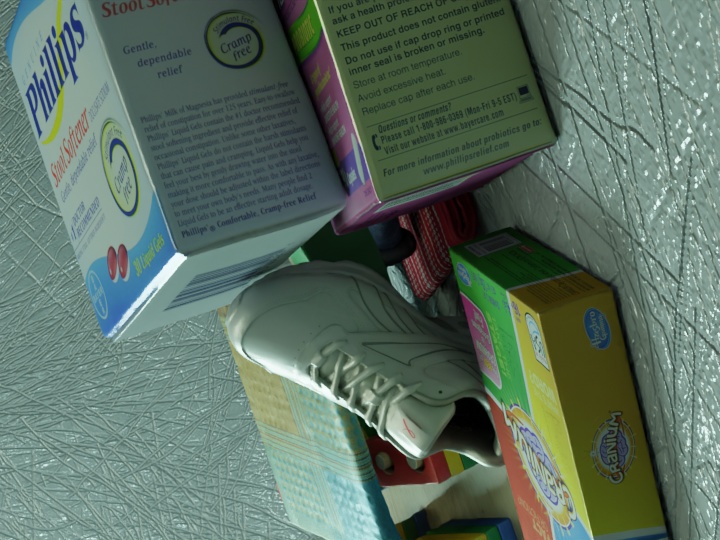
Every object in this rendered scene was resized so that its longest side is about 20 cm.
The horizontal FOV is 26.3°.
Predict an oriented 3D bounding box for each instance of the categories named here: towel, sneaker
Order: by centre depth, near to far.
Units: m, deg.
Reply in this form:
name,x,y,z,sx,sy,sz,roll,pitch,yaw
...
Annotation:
name,x,y,z,sx,sy,sz,roll,pitch,yaw
sneaker,0.016,0.060,0.903,0.078,0.198,0.100,-61,24,29
towel,-0.036,0.098,1.033,0.146,0.022,0.202,14,126,57
towel,0.035,-0.064,1.040,0.200,0.022,0.146,115,137,-78

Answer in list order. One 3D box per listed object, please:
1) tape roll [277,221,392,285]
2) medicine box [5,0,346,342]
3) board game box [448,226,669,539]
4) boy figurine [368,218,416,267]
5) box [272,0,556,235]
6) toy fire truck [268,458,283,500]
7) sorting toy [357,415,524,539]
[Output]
name,x,y,z,sx,sy,sz,roll,pitch,yaw
tape roll,-0.053,-0.017,1.032,0.201,0.048,0.201,48,158,26
medicine box,-0.113,-0.087,0.873,0.202,0.102,0.182,69,154,8
board game box,0.110,0.090,0.827,0.153,0.040,0.202,-137,30,-72
boy figurine,-0.009,-0.089,0.986,0.125,0.064,0.201,-117,8,-45
box,0.009,-0.134,0.821,0.176,0.096,0.202,158,94,-81
toy fire truck,0.004,0.189,1.351,0.200,0.140,0.049,-125,19,-62
sorting toy,0.038,0.171,1.079,0.198,0.069,0.202,-14,96,56
